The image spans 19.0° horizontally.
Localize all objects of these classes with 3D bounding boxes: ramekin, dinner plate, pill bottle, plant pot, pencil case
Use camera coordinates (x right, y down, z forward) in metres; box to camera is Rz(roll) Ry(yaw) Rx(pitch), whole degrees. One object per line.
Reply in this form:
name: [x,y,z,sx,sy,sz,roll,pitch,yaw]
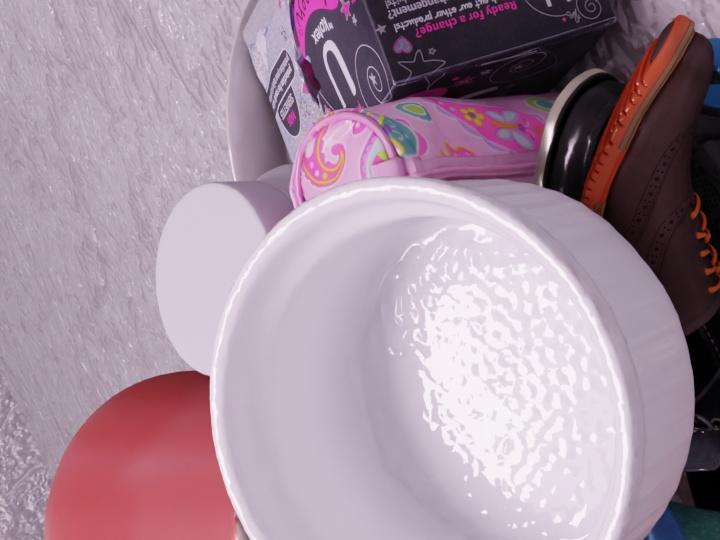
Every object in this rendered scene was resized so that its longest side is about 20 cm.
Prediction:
ramekin: [0.043,0.055,0.909,0.199,0.098,0.202,6,101,30]
dinner plate: [-0.018,-0.084,1.289,0.024,0.200,0.201,-3,117,28]
pill bottle: [0.000,0.000,1.120,0.113,0.199,0.115,3,93,48]
plant pot: [-0.047,0.141,1.176,0.177,0.200,0.202,-17,98,57]
pencil case: [0.061,-0.046,1.057,0.087,0.199,0.088,9,102,46]

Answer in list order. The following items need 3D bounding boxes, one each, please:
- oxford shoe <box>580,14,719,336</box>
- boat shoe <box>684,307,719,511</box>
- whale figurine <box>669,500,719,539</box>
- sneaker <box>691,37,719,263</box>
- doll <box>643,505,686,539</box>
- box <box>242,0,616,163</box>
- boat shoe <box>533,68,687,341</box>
oxford shoe: [0.132,-0.020,0.953,0.072,0.071,0.201,19,128,9]
boat shoe: [0.184,0.080,1.111,0.201,0.062,0.075,68,162,-5]
whale figurine: [0.150,0.150,1.075,0.159,0.104,0.200,35,-171,-34]
sneaker: [0.195,-0.011,0.974,0.082,0.073,0.201,93,156,-59]
doll: [0.096,0.133,0.976,0.136,0.048,0.201,25,110,25]
box: [0.029,-0.128,1.137,0.200,0.131,0.115,130,120,-69]
boat shoe: [0.127,0.000,1.043,0.063,0.073,0.203,27,132,45]
